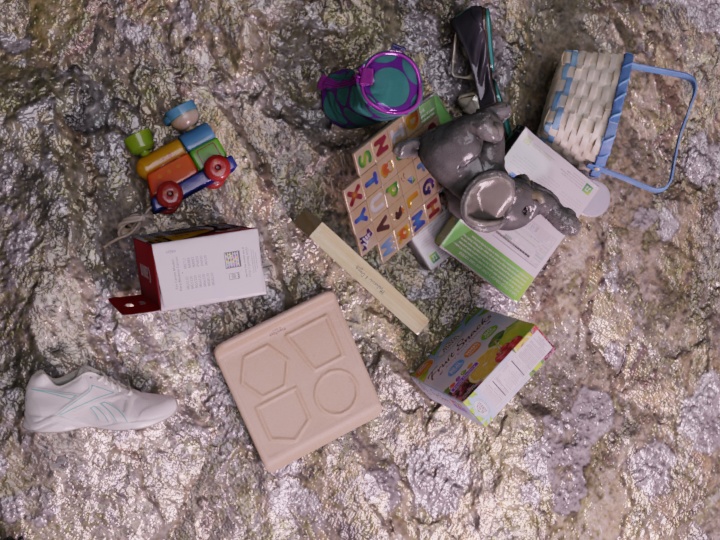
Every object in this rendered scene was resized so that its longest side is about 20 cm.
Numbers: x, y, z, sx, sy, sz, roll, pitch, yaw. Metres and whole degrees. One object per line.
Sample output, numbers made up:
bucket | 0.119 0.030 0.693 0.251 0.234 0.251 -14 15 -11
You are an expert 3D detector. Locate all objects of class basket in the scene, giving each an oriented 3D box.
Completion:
basket | 0.357 -0.218 1.671 0.198 0.139 0.178 18 76 10

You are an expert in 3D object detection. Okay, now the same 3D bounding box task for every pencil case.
pencil case | 0.011 -0.233 1.544 0.092 0.200 0.086 24 84 -16

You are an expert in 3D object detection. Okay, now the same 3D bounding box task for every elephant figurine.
elephant figurine | 0.168 -0.106 1.549 0.141 0.154 0.202 -32 103 -52

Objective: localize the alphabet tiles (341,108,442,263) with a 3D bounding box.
alphabet tiles | 0.051 -0.113 1.558 0.200 0.006 0.168 -41 129 -34

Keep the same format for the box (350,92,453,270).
box | 0.096 -0.123 1.660 0.144 0.036 0.201 -36 105 -12

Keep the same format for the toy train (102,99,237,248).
toy train | -0.269 -0.127 1.534 0.199 0.085 0.116 -30 92 -13

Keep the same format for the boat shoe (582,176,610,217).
boat shoe | 0.258 -0.131 1.697 0.198 0.070 0.072 16 98 -20

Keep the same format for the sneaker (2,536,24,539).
sneaker | -0.482 0.428 1.515 0.200 0.071 0.098 -44 105 -7

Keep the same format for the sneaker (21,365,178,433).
sneaker | -0.333 0.165 1.540 0.198 0.070 0.081 1 92 -17

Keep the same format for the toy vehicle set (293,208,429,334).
toy vehicle set | 0.000 0.000 1.599 0.200 0.124 0.027 42 90 -16

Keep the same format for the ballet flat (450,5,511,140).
ballet flat | 0.164 -0.265 1.665 0.072 0.073 0.202 -17 105 -15

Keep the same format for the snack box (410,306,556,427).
snack box | 0.162 0.126 1.620 0.142 0.200 0.053 -45 106 -9

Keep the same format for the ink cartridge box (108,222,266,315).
ink cartridge box | -0.226 -0.005 1.489 0.174 0.200 0.085 -9 97 -17

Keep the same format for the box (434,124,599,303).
box | 0.215 -0.077 1.643 0.144 0.036 0.201 36 91 -17

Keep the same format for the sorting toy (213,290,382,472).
sorting toy | -0.085 0.151 1.637 0.184 0.036 0.202 -26 106 -14
